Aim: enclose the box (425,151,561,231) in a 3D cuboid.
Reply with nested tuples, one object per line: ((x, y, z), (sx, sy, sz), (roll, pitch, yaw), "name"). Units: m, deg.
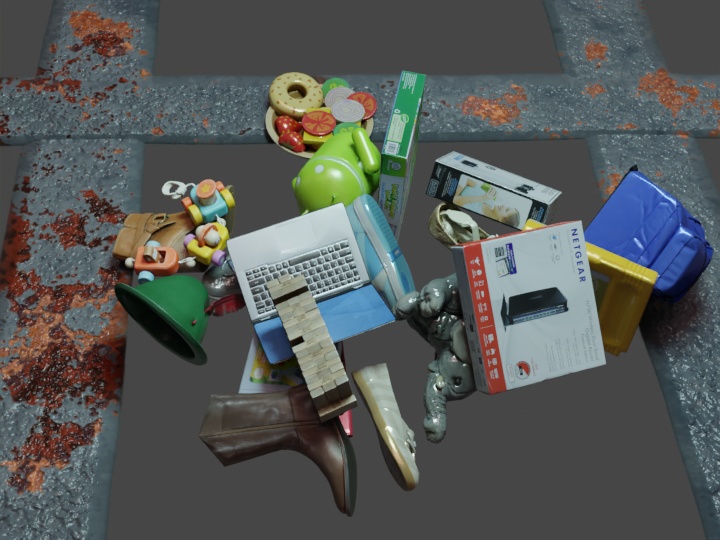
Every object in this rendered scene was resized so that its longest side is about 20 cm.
((0.217, -0.125, 1.678), (0.198, 0.061, 0.116), (23, 20, 16), "box")

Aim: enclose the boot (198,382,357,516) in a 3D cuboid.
((-0.110, 0.244, 1.372), (0.197, 0.064, 0.189), (-11, 79, 8), "boot")

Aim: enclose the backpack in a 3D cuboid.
((0.436, -0.032, 1.560), (0.163, 0.199, 0.168), (-49, 65, 13), "backpack")

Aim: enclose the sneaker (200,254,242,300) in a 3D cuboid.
((-0.159, -0.027, 1.582), (0.199, 0.083, 0.075), (-30, 57, -19), "sneaker")

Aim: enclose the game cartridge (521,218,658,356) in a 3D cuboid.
((0.315, 0.030, 1.508), (0.198, 0.178, 0.033), (25, 51, 18), "game cartridge")

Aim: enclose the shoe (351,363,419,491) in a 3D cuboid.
((0.043, 0.207, 1.409), (0.053, 0.070, 0.201), (-19, 51, -9), "shoe")

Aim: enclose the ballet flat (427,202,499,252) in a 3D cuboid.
((0.184, -0.040, 1.631), (0.199, 0.066, 0.070), (36, 57, 24), "ballet flat")

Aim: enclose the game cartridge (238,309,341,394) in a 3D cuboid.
((-0.095, 0.131, 1.470), (0.131, 0.041, 0.202), (5, 53, 7), "game cartridge")

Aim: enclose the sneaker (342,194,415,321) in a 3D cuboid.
((0.000, 0.000, 1.577), (0.129, 0.079, 0.202), (-25, 86, 17), "sneaker")

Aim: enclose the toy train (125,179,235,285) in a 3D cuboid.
((-0.266, -0.070, 1.541), (0.148, 0.056, 0.202), (5, 54, 6), "toy train")

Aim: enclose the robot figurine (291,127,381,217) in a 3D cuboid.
((-0.033, -0.145, 1.657), (0.116, 0.175, 0.200), (50, 35, -12), "robot figurine")

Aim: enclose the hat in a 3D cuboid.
((-0.230, 0.019, 1.473), (0.165, 0.200, 0.177), (36, 70, 7), "hat")

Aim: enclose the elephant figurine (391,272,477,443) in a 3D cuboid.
((0.138, 0.115, 1.468), (0.141, 0.154, 0.202), (-4, 65, -63), "elephant figurine")

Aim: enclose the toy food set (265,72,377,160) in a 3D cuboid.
((-0.069, -0.270, 1.821), (0.195, 0.049, 0.202), (4, 49, -1), "toy food set")

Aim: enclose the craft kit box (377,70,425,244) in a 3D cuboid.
((0.062, -0.176, 1.653), (0.048, 0.199, 0.202), (12, 50, 3), "craft kit box")

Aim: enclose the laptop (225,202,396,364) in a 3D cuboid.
((-0.074, 0.013, 1.461), (0.185, 0.116, 0.203), (-18, 83, -10), "laptop")

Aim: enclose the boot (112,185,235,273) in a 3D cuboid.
((-0.289, -0.075, 1.630), (0.152, 0.074, 0.201), (6, 38, 15), "boot")

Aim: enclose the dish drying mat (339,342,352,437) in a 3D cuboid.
((-0.057, 0.155, 1.482), (0.076, 0.018, 0.202), (-6, 52, -3), "dish drying mat")

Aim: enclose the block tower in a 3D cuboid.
((-0.065, 0.095, 1.357), (0.053, 0.058, 0.201), (-23, 56, -5), "block tower")

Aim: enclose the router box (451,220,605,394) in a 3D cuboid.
((0.228, 0.047, 1.402), (0.177, 0.049, 0.203), (-13, 94, -15), "router box")
